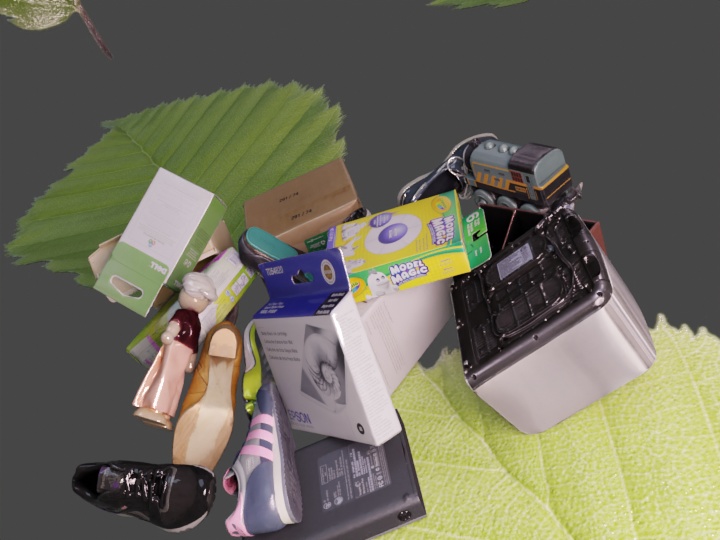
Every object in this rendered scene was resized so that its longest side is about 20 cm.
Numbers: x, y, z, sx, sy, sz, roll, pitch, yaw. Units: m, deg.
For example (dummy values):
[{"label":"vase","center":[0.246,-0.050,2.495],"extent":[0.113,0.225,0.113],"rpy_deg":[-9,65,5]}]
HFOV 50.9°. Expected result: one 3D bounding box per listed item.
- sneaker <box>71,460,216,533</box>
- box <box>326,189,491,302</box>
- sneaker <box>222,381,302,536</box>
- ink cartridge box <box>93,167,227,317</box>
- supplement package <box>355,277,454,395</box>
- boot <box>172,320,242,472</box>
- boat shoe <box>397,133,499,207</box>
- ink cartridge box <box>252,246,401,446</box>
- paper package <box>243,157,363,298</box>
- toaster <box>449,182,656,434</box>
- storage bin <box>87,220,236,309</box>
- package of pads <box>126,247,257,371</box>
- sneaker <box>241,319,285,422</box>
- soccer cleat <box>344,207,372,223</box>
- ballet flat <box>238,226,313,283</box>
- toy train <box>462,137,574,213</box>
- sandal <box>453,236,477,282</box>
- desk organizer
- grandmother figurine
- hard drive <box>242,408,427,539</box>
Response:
[{"label":"sneaker","center":[-0.259,0.258,0.880],"extent":[0.196,0.087,0.078],"rpy_deg":[-10,61,32]},{"label":"box","center":[0.055,-0.029,0.901],"extent":[0.195,0.049,0.119],"rpy_deg":[-15,34,12]},{"label":"sneaker","center":[-0.115,0.201,0.828],"extent":[0.080,0.071,0.201],"rpy_deg":[-21,29,2]},{"label":"ink cartridge box","center":[-0.292,-0.036,1.110],"extent":[0.102,0.059,0.204],"rpy_deg":[25,80,16]},{"label":"supplement package","center":[0.020,0.051,0.966],"extent":[0.118,0.123,0.200],"rpy_deg":[10,45,43]},{"label":"boot","center":[-0.195,0.170,1.001],"extent":[0.069,0.207,0.144],"rpy_deg":[14,-8,-7]},{"label":"boat shoe","center":[0.149,-0.149,1.219],"extent":[0.197,0.076,0.062],"rpy_deg":[-30,29,-4]},{"label":"ink cartridge box","center":[-0.053,0.085,0.838],"extent":[0.040,0.205,0.198],"rpy_deg":[-23,7,-32]},{"label":"paper package","center":[-0.088,-0.073,1.255],"extent":[0.196,0.105,0.192],"rpy_deg":[-23,32,3]},{"label":"toaster","center":[0.202,0.044,0.810],"extent":[0.198,0.119,0.183],"rpy_deg":[-37,27,20]},{"label":"storage bin","center":[-0.314,-0.017,1.250],"extent":[0.194,0.096,0.200],"rpy_deg":[-25,-7,2]},{"label":"package of pads","center":[-0.259,0.065,1.147],"extent":[0.198,0.068,0.156],"rpy_deg":[-33,18,43]},{"label":"sneaker","center":[-0.113,0.131,1.014],"extent":[0.078,0.075,0.202],"rpy_deg":[-10,35,-2]},{"label":"soccer cleat","center":[0.000,0.000,1.094],"extent":[0.067,0.073,0.203],"rpy_deg":[-28,36,37]},{"label":"ballet flat","center":[-0.095,0.005,1.123],"extent":[0.074,0.196,0.073],"rpy_deg":[-60,9,17]},{"label":"toy train","center":[0.225,-0.132,1.096],"extent":[0.084,0.116,0.199],"rpy_deg":[-35,32,-18]},{"label":"sandal","center":[0.094,-0.017,1.060],"extent":[0.047,0.078,0.198],"rpy_deg":[-17,13,-33]},{"label":"desk organizer","center":[0.217,-0.026,0.978],"extent":[0.071,0.078,0.198],"rpy_deg":[-41,33,-26]},{"label":"grandmother figurine","center":[-0.235,0.096,0.972],"extent":[0.059,0.122,0.205],"rpy_deg":[16,68,-2]},{"label":"hard drive","center":[-0.035,0.239,0.812],"extent":[0.195,0.033,0.141],"rpy_deg":[-23,31,5]}]
